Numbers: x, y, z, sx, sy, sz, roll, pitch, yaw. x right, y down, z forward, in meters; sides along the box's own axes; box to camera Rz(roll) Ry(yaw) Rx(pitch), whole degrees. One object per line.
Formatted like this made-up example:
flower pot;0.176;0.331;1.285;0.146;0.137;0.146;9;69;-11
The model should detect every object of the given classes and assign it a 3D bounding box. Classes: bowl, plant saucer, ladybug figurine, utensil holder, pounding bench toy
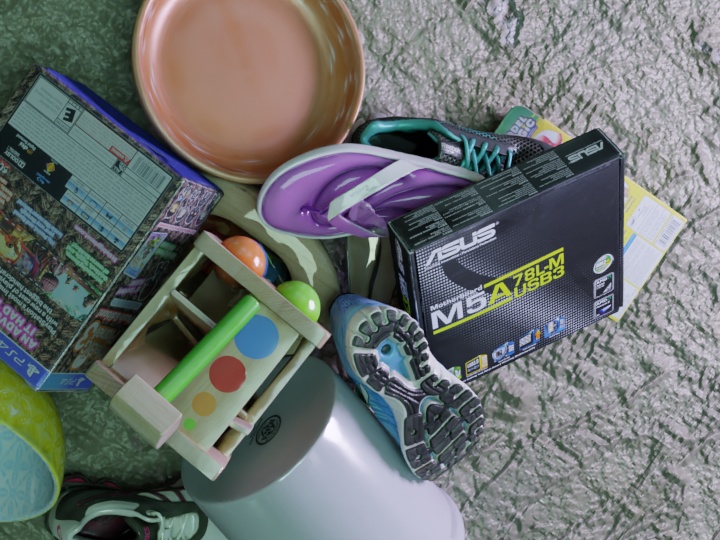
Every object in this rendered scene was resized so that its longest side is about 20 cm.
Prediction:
bowl;-0.323;0.108;1.322;0.200;0.200;0.108;29;52;-19
plant saucer;-0.094;-0.167;1.335;0.199;0.037;0.201;3;81;-22
ladybug figurine;-0.098;-0.010;1.367;0.200;0.072;0.136;38;116;-7
utensil holder;-0.031;0.194;1.379;0.170;0.170;0.200;-39;122;-3
pounding bench toy;-0.107;0.056;1.222;0.124;0.200;0.156;40;89;0

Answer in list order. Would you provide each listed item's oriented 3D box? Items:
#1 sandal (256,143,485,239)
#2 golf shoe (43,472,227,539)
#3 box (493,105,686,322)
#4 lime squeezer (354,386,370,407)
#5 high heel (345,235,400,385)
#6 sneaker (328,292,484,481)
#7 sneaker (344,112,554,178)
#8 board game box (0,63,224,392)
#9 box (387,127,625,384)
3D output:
sandal;0.019;-0.056;1.302;0.202;0.050;0.083;-2;118;-18
golf shoe;-0.171;0.222;1.412;0.199;0.088;0.078;0;102;-18
box;0.180;-0.053;1.460;0.200;0.048;0.118;33;94;-22
lime squeezer;0.026;0.099;1.468;0.200;0.038;0.071;-45;142;-1
high heel;0.000;0.000;1.369;0.143;0.071;0.200;-58;137;-19
sneaker;0.035;0.088;1.341;0.078;0.090;0.200;-35;126;-10
sneaker;0.081;-0.089;1.369;0.199;0.091;0.078;8;89;4
board game box;-0.235;-0.030;1.287;0.159;0.097;0.200;38;96;14
box;0.126;-0.002;1.358;0.199;0.048;0.194;-24;142;-13
